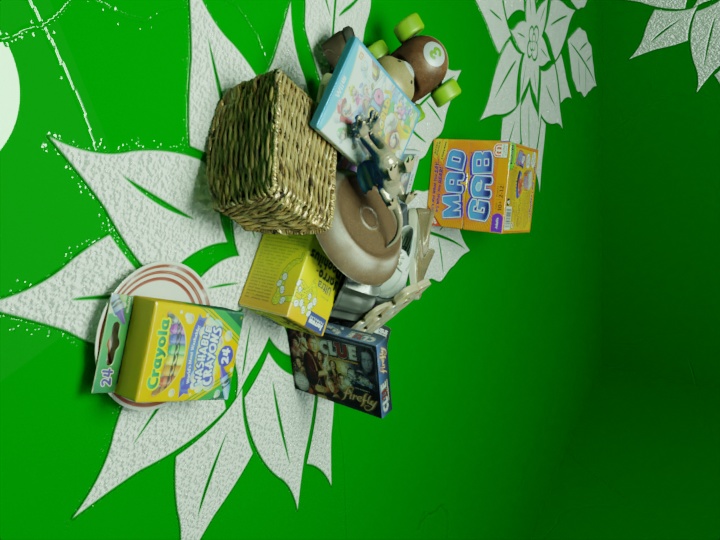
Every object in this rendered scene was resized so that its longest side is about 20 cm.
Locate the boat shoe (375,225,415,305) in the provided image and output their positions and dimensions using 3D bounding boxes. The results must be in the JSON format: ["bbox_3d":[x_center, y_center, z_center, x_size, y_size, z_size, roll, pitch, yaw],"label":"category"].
[{"bbox_3d":[0.062,-0.017,1.209,0.202,0.072,0.068,-69,169,-49],"label":"boat shoe"}]

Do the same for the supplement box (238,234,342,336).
[{"bbox_3d":[-0.098,-0.012,1.028,0.108,0.107,0.205,35,69,-53],"label":"supplement box"}]

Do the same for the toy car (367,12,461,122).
[{"bbox_3d":[0.071,-0.342,1.100,0.166,0.156,0.200,57,26,-8],"label":"toy car"}]

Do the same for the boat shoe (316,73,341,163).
[{"bbox_3d":[-0.066,-0.231,1.069,0.072,0.064,0.204,-28,140,-65],"label":"boat shoe"}]

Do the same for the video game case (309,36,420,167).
[{"bbox_3d":[0.014,-0.233,0.958,0.199,0.018,0.146,33,79,-50],"label":"video game case"}]

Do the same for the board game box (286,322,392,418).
[{"bbox_3d":[-0.039,0.163,1.081,0.034,0.196,0.139,-29,121,-48],"label":"board game box"}]

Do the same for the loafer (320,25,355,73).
[{"bbox_3d":[-0.027,-0.335,1.114,0.202,0.069,0.074,75,5,-46],"label":"loafer"}]

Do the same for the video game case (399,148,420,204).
[{"bbox_3d":[0.055,-0.153,1.255,0.199,0.023,0.186,-18,125,-61],"label":"video game case"}]

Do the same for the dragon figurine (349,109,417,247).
[{"bbox_3d":[0.034,-0.142,0.945,0.058,0.099,0.203,-29,135,-21],"label":"dragon figurine"}]

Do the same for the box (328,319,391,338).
[{"bbox_3d":[-0.019,0.171,1.255,0.199,0.043,0.164,29,74,-55],"label":"box"}]

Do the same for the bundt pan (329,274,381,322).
[{"bbox_3d":[0.000,0.000,1.108,0.202,0.074,0.207,-160,-91,-80],"label":"bundt pan"}]

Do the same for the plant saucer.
[{"bbox_3d":[0.004,-0.078,0.992,0.198,0.036,0.205,24,53,-36],"label":"plant saucer"}]

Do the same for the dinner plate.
[{"bbox_3d":[-0.279,0.087,0.853,0.198,0.024,0.206,-20,115,-53],"label":"dinner plate"}]

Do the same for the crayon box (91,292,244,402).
[{"bbox_3d":[-0.249,0.107,0.838,0.198,0.051,0.129,15,85,-57],"label":"crayon box"}]

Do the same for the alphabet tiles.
[{"bbox_3d":[0.043,0.083,1.146,0.015,0.200,0.194,54,32,12],"label":"alphabet tiles"}]

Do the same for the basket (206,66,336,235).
[{"bbox_3d":[-0.128,-0.156,0.907,0.148,0.140,0.205,27,57,-53],"label":"basket"}]

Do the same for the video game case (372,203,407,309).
[{"bbox_3d":[0.062,-0.020,1.321,0.143,0.019,0.203,-49,148,-39],"label":"video game case"}]

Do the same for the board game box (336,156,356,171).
[{"bbox_3d":[-0.014,-0.184,1.139,0.202,0.032,0.121,-58,176,-33],"label":"board game box"}]

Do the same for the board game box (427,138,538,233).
[{"bbox_3d":[0.296,-0.202,1.508,0.198,0.196,0.206,-6,103,-56],"label":"board game box"}]

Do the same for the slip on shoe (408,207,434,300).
[{"bbox_3d":[0.137,-0.038,1.391,0.076,0.059,0.206,61,29,-80],"label":"slip on shoe"}]
